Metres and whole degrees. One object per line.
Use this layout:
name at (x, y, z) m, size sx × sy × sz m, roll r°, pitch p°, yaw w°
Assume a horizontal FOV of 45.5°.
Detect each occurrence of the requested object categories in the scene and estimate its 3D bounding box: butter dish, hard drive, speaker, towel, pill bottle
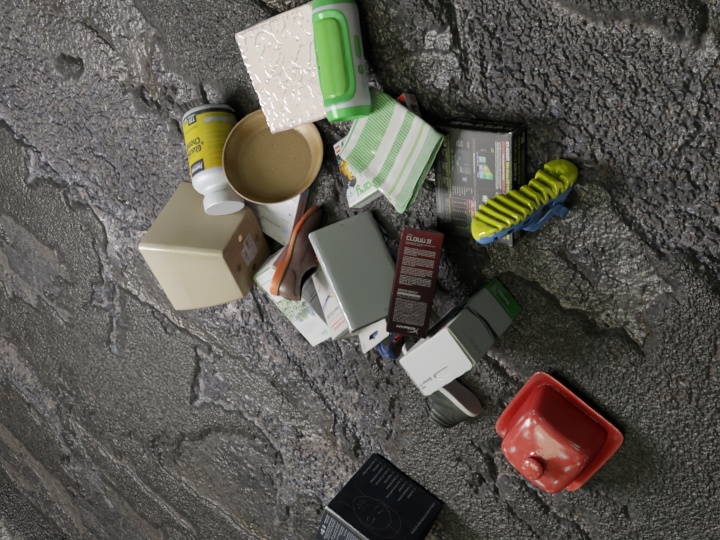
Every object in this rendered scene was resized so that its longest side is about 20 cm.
butter dish at (0.338, 0.324, 1.563) m, size 0.199 × 0.147 × 0.201 m, roll 39°, pitch 131°, yaw 13°
hard drive at (0.000, 0.000, 1.619) m, size 0.202 × 0.130 × 0.026 m, roll 65°, pitch 164°, yaw 12°
speaker at (-0.033, -0.363, 1.478) m, size 0.087 × 0.088 × 0.204 m, roll -4°, pitch 97°, yaw 38°
towel at (0.048, -0.212, 1.483) m, size 0.200 × 0.023 × 0.154 m, roll 45°, pitch 120°, yaw 38°
pill bottle at (-0.287, -0.219, 1.710) m, size 0.111 × 0.111 × 0.203 m, roll -24°, pitch 73°, yaw 42°
towel at (-0.116, -0.369, 1.573) m, size 0.188 × 0.032 × 0.203 m, roll -13°, pitch 106°, yaw 26°

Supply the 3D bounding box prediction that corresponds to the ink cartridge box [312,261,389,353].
ink cartridge box at (-0.023, 0.057, 1.681) m, size 0.116 × 0.067 × 0.203 m, roll -43°, pitch 62°, yaw 52°

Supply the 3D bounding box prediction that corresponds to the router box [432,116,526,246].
router box at (0.204, -0.154, 1.457) m, size 0.148 × 0.062 × 0.203 m, roll 13°, pitch 121°, yaw 32°

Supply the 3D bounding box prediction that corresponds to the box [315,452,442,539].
box at (0.041, 0.546, 1.873) m, size 0.195 × 0.200 × 0.125 m, roll 32°, pitch 131°, yaw 19°

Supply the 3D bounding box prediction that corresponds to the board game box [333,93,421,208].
board game box at (0.038, -0.211, 1.537) m, size 0.199 × 0.034 × 0.128 m, roll -30°, pitch 70°, yaw 43°

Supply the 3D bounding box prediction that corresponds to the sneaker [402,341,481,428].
sneaker at (0.139, 0.238, 1.715) m, size 0.200 × 0.071 × 0.099 m, roll 44°, pitch 127°, yaw 3°

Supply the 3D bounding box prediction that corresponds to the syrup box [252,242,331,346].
syrup box at (-0.120, 0.052, 1.779) m, size 0.200 × 0.082 × 0.078 m, roll 48°, pitch 135°, yaw -13°

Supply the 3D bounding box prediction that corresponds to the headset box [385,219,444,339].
headset box at (0.096, 0.012, 1.516) m, size 0.076 × 0.149 × 0.204 m, roll 9°, pitch 90°, yaw 2°

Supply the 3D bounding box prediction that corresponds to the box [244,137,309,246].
box at (-0.179, -0.169, 1.751) m, size 0.155 × 0.041 × 0.202 m, roll 32°, pitch 129°, yaw 19°

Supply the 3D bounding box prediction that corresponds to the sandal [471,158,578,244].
sandal at (0.270, -0.093, 1.380) m, size 0.080 × 0.198 × 0.088 m, roll 55°, pitch 171°, yaw 48°

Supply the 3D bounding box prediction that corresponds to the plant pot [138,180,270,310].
plant pot at (-0.306, -0.044, 1.786) m, size 0.174 × 0.202 × 0.201 m, roll 7°, pitch 140°, yaw 26°

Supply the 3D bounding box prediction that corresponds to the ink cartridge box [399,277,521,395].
ink cartridge box at (0.179, 0.117, 1.531) m, size 0.083 × 0.200 × 0.146 m, roll 50°, pitch 132°, yaw 1°

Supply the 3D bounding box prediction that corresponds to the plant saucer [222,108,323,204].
plant saucer at (-0.166, -0.216, 1.648) m, size 0.199 × 0.201 × 0.035 m, roll 35°, pitch 171°, yaw 15°

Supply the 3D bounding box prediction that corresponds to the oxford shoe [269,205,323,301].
oxford shoe at (-0.108, -0.032, 1.696) m, size 0.072 × 0.203 × 0.071 m, roll 20°, pitch 165°, yaw 11°

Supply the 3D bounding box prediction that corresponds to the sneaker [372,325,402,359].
sneaker at (0.072, 0.093, 1.688) m, size 0.077 × 0.075 × 0.203 m, roll 17°, pitch 125°, yaw 25°
